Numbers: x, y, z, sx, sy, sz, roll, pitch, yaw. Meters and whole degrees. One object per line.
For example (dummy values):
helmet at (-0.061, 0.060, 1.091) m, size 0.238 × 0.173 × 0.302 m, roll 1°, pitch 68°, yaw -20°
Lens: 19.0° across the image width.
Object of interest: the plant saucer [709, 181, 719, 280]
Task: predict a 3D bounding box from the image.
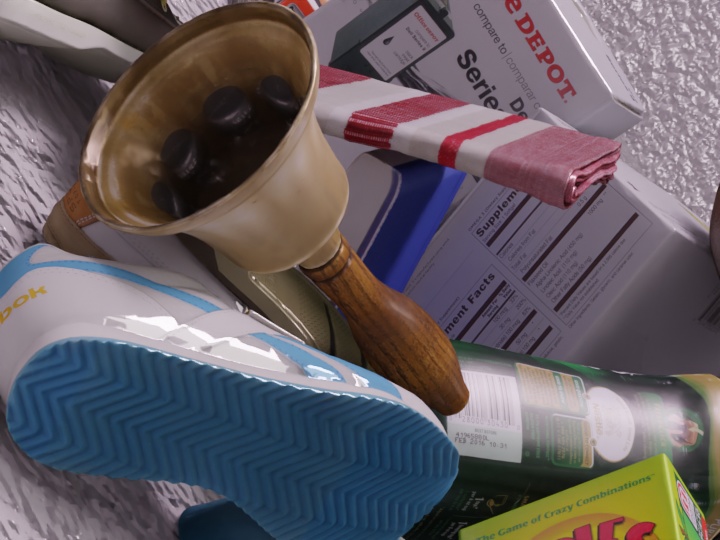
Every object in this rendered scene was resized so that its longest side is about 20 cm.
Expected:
plant saucer at (0.235, 0.029, 1.125) m, size 0.200 × 0.037 × 0.201 m, roll 48°, pitch 23°, yaw -29°

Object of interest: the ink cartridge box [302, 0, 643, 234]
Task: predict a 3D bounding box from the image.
ink cartridge box at (0.037, -0.097, 1.226) m, size 0.146 × 0.200 × 0.084 m, roll 59°, pitch 15°, yaw 13°

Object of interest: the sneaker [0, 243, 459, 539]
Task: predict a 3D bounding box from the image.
sneaker at (-0.046, 0.044, 0.798) m, size 0.200 × 0.077 × 0.081 m, roll 25°, pitch 22°, yaw -35°

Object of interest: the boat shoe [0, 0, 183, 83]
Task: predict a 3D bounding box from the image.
boat shoe at (-0.120, -0.122, 0.984) m, size 0.202 × 0.072 × 0.060 m, roll 18°, pitch 83°, yaw -67°

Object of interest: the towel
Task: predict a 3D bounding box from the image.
towel at (0.012, -0.066, 0.970) m, size 0.199 × 0.023 × 0.144 m, roll 16°, pitch 11°, yaw 13°

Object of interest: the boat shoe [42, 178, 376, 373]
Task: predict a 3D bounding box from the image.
boat shoe at (-0.050, 0.032, 0.901) m, size 0.200 × 0.068 × 0.075 m, roll 52°, pitch 13°, yaw -13°

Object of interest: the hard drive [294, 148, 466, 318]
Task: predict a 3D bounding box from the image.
hard drive at (0.000, 0.000, 1.033) m, size 0.025 × 0.132 × 0.200 m, roll 30°, pitch 11°, yaw 8°

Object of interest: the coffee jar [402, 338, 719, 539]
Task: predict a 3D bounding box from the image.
coffee jar at (0.103, 0.091, 1.032) m, size 0.199 × 0.104 × 0.086 m, roll 9°, pitch 56°, yaw -20°

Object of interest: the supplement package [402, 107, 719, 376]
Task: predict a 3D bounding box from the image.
supplement package at (0.128, 0.027, 1.189) m, size 0.111 × 0.156 × 0.200 m, roll 45°, pitch 11°, yaw 32°

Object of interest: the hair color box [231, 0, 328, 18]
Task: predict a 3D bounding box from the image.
hair color box at (-0.003, -0.107, 1.409) m, size 0.200 × 0.061 × 0.102 m, roll 50°, pitch 16°, yaw -22°

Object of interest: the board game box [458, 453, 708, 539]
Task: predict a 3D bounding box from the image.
board game box at (0.099, 0.176, 0.879) m, size 0.048 × 0.101 × 0.200 m, roll 54°, pitch 21°, yaw -35°

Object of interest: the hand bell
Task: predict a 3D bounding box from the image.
hand bell at (-0.009, -0.002, 0.845) m, size 0.200 × 0.104 × 0.104 m, roll 47°, pitch 16°, yaw -41°

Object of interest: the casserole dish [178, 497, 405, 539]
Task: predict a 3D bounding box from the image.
casserole dish at (-0.004, 0.145, 0.875) m, size 0.121 × 0.039 × 0.200 m, roll 62°, pitch 15°, yaw 25°
